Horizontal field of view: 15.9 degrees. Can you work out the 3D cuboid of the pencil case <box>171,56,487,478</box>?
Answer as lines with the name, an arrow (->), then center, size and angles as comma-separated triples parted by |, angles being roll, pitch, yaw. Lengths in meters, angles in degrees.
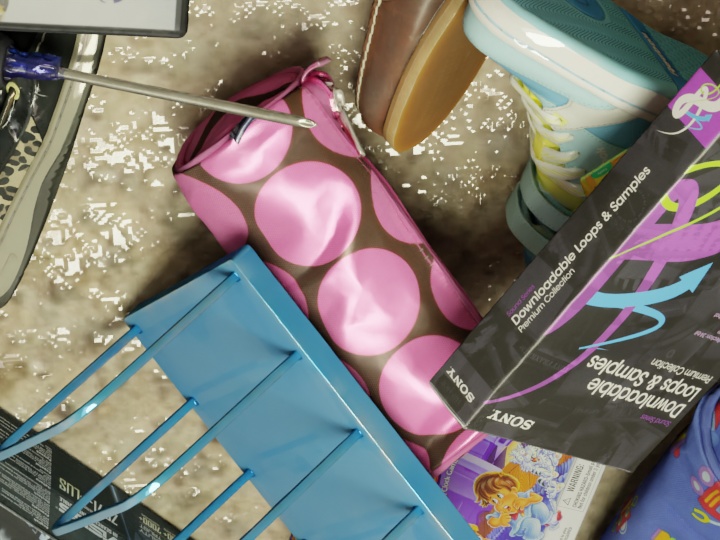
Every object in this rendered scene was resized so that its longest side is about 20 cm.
pencil case -> 0.000, 0.000, 1.210 | 0.093, 0.091, 0.200 | -34, 103, 10

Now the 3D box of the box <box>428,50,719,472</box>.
box -> 0.140, 0.003, 1.159 | 0.143, 0.036, 0.200 | 17, 120, -49

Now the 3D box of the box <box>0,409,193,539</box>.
box -> -0.200, 0.168, 1.312 | 0.200, 0.086, 0.164 | 37, 109, -22

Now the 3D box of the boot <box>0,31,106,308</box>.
boot -> -0.202, -0.091, 1.179 | 0.153, 0.074, 0.205 | 17, 115, -10

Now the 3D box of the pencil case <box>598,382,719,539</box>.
pencil case -> 0.172, 0.133, 1.286 | 0.086, 0.078, 0.200 | 28, 142, 0

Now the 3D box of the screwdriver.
screwdriver -> -0.115, -0.087, 1.126 | 0.198, 0.029, 0.028 | 7, 151, 4

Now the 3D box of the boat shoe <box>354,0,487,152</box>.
boat shoe -> 0.039, -0.149, 1.173 | 0.070, 0.070, 0.201 | 37, 124, 17

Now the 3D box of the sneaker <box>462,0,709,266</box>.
sneaker -> 0.095, -0.057, 1.193 | 0.199, 0.080, 0.131 | 24, 119, -39

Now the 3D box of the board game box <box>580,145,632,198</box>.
board game box -> 0.168, -0.009, 1.222 | 0.095, 0.030, 0.200 | -32, 148, -2

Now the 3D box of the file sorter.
file sorter -> -0.058, 0.115, 1.210 | 0.123, 0.139, 0.200 | -41, 98, -29

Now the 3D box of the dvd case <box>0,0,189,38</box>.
dvd case -> -0.167, -0.164, 1.081 | 0.198, 0.018, 0.143 | 2, 128, -7

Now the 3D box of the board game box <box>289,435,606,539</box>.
board game box -> 0.037, 0.138, 1.338 | 0.134, 0.045, 0.201 | 14, 117, -11
